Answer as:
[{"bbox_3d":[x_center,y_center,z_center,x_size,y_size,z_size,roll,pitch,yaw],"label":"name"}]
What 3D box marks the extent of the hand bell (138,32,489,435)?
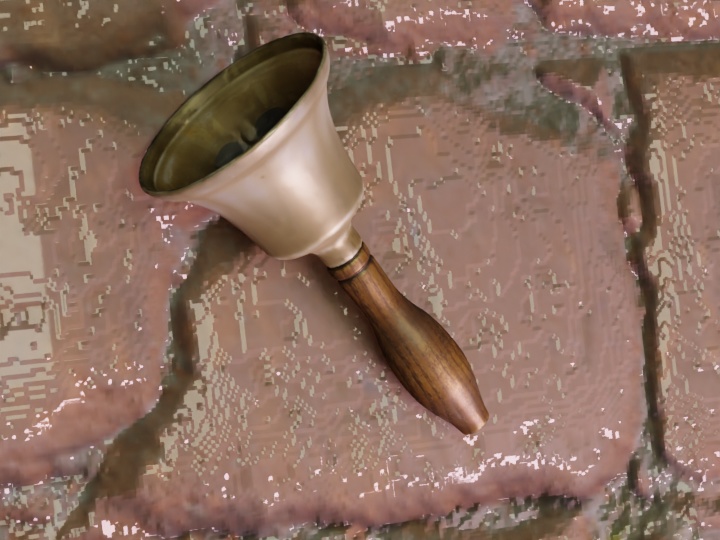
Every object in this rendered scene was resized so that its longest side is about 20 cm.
[{"bbox_3d":[0.000,0.000,1.064,0.104,0.104,0.200,-48,115,-19],"label":"hand bell"}]
